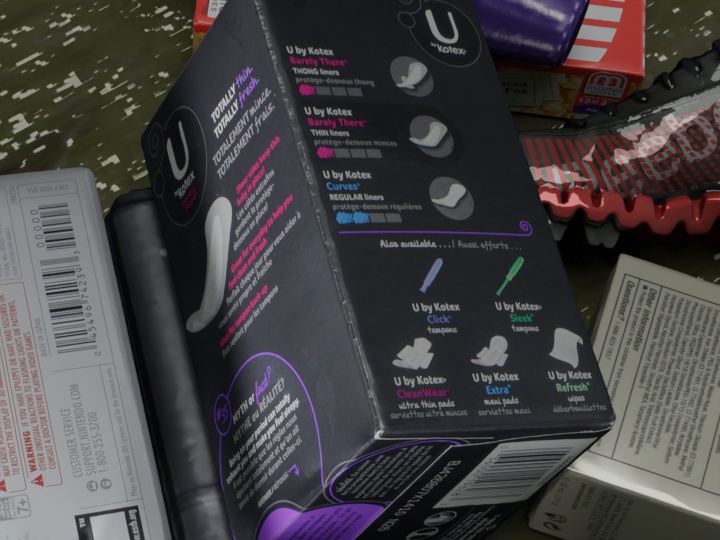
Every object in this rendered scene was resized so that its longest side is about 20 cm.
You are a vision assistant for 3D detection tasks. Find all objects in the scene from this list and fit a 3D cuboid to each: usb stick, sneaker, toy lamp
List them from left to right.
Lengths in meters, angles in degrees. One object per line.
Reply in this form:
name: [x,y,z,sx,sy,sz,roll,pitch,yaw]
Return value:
usb stick: [-0.062,0.055,0.812,0.055,0.033,0.200,-10,63,-12]
toy lamp: [0.000,-0.139,0.857,0.200,0.058,0.058,23,62,9]
sneaker: [0.130,-0.053,0.856,0.200,0.071,0.098,0,85,-8]

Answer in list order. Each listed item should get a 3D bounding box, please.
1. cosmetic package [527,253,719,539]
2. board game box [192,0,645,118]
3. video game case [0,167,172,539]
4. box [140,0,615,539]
cosmetic package: [0.178,0.080,0.801,0.200,0.071,0.105,20,63,5]
board game box: [0.030,-0.151,0.922,0.200,0.046,0.152,6,62,-3]
video game case: [-0.164,0.064,0.700,0.182,0.022,0.200,-7,69,-19]
box: [0.000,0.000,0.781,0.106,0.122,0.200,0,60,-31]
